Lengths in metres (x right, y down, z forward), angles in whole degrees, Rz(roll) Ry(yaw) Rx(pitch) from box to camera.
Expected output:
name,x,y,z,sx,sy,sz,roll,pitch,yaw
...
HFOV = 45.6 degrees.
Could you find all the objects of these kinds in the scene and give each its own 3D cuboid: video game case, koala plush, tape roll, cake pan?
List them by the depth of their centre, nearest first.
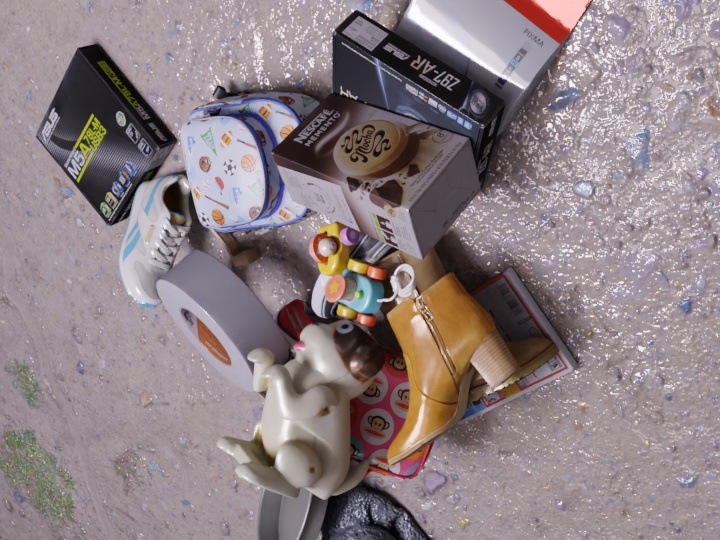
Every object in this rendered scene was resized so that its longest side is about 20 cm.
name,x,y,z,sx,sy,sz,roll,pitch,yaw
video game case,0.155,0.100,1.079,0.199,0.017,0.144,-35,90,40
tape roll,-0.189,0.070,1.170,0.200,0.066,0.201,38,155,22
koala plush,-0.022,0.433,1.242,0.177,0.200,0.185,-33,91,40
cake pan,-0.100,0.344,1.283,0.036,0.202,0.201,19,133,-23

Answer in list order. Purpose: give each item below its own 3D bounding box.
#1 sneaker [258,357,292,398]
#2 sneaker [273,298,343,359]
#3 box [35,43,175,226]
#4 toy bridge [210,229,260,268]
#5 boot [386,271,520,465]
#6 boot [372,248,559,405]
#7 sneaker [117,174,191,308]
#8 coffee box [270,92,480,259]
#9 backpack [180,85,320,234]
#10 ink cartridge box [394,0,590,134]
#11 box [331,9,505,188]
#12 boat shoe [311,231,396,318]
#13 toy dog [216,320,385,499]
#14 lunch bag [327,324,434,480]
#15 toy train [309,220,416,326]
name,x,y,z,sx,sy,sz,roll,pitch,yaw
sneaker,-0.127,0.147,1.270,0.200,0.075,0.071,39,159,42
sneaker,-0.034,0.112,1.179,0.199,0.085,0.077,38,169,5
box,-0.390,-0.200,1.296,0.194,0.047,0.200,49,129,3
toy bridge,-0.205,-0.096,1.229,0.067,0.027,0.202,-7,108,39
boot,0.071,0.111,0.980,0.201,0.071,0.145,-43,74,16
boot,0.116,0.051,1.016,0.174,0.066,0.202,-27,84,11
sneaker,-0.290,-0.046,1.228,0.080,0.076,0.203,-14,65,37
coffee box,0.015,-0.108,0.935,0.199,0.113,0.080,25,152,34
backpack,-0.122,-0.138,1.079,0.188,0.154,0.203,-6,107,27
ink cartridge box,0.136,-0.266,0.897,0.160,0.047,0.201,41,130,11
box,0.057,-0.175,0.954,0.199,0.044,0.161,36,156,15
boat shoe,0.000,0.000,1.103,0.071,0.072,0.201,41,128,13
toy dog,-0.047,0.154,0.989,0.192,0.139,0.202,25,87,-14
lunch bag,0.004,0.179,1.085,0.198,0.082,0.178,22,84,5
toy train,-0.011,-0.036,1.010,0.150,0.055,0.202,-48,49,37
